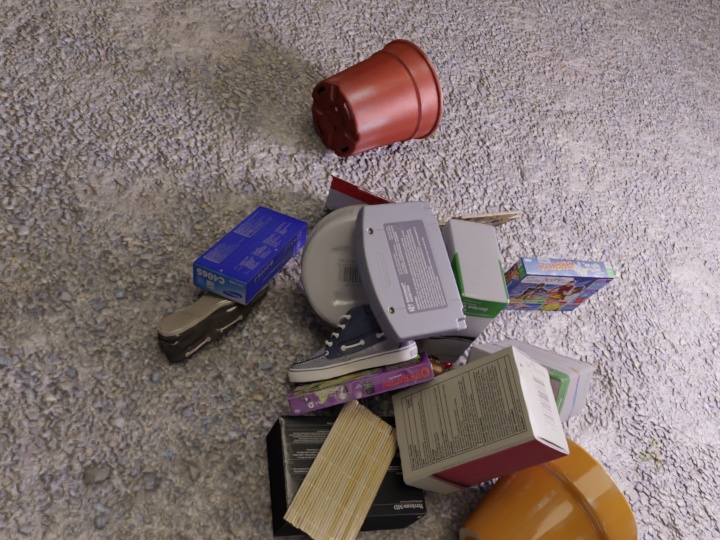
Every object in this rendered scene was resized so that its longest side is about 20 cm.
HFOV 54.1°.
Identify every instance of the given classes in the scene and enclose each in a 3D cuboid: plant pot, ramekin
[{"bbox_3d":[0.022,-0.321,1.365,0.194,0.201,0.201,-27,71,-29],"label":"plant pot"},{"bbox_3d":[0.244,0.358,0.983,0.182,0.201,0.201,-31,72,-21],"label":"plant pot"},{"bbox_3d":[0.000,0.000,1.097,0.199,0.202,0.098,30,7,-2],"label":"ramekin"}]

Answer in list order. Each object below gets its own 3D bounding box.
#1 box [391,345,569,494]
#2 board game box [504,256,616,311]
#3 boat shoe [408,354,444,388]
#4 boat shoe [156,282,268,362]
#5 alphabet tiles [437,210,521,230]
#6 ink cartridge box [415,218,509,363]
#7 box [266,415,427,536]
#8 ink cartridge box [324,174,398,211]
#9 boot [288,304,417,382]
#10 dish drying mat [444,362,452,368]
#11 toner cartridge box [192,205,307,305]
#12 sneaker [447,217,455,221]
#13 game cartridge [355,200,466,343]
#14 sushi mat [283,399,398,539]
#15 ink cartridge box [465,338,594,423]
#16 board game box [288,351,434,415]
[{"bbox_3d":[0.157,0.207,0.952,0.109,0.199,0.129,31,41,-44],"label":"box"},{"bbox_3d":[0.344,0.028,1.289,0.198,0.136,0.035,3,59,-24],"label":"board game box"},{"bbox_3d":[0.100,0.160,1.094,0.068,0.072,0.201,-38,98,2],"label":"boat shoe"},{"bbox_3d":[-0.217,0.070,1.058,0.066,0.058,0.199,18,34,37],"label":"boat shoe"},{"bbox_3d":[0.167,-0.072,1.187,0.198,0.166,0.006,-8,82,-33],"label":"alphabet tiles"},{"bbox_3d":[0.145,0.039,1.124,0.082,0.201,0.148,7,53,-17],"label":"ink cartridge box"},{"bbox_3d":[-0.022,0.281,0.973,0.198,0.079,0.142,6,52,-22],"label":"box"},{"bbox_3d":[0.019,-0.102,1.194,0.160,0.200,0.051,22,93,0],"label":"ink cartridge box"},{"bbox_3d":[-0.020,0.102,1.038,0.198,0.073,0.091,-14,90,11],"label":"boot"},{"bbox_3d":[0.057,0.136,1.153,0.198,0.018,0.077,-5,58,-28],"label":"dish drying mat"},{"bbox_3d":[-0.169,-0.029,1.110,0.094,0.044,0.200,19,36,16],"label":"toner cartridge box"},{"bbox_3d":[0.208,-0.032,1.299,0.073,0.080,0.201,2,46,-21],"label":"sneaker"},{"bbox_3d":[0.065,0.000,1.002,0.132,0.041,0.202,-5,71,-27],"label":"game cartridge"},{"bbox_3d":[-0.017,0.267,0.927,0.095,0.012,0.201,32,50,0],"label":"sushi mat"},{"bbox_3d":[0.260,0.170,1.091,0.144,0.088,0.199,18,9,30],"label":"ink cartridge box"},{"bbox_3d":[0.003,0.157,0.996,0.198,0.120,0.033,-14,86,3],"label":"board game box"}]
